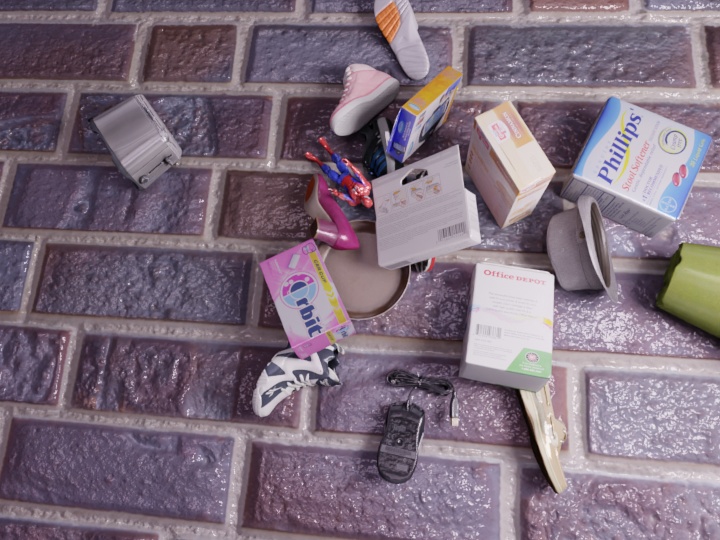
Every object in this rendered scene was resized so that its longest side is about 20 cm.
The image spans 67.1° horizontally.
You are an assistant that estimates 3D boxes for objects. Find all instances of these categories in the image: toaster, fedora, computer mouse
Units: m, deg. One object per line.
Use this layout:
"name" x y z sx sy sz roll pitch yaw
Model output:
"toaster" -0.476 -0.281 1.157 0.129 0.114 0.201 -36 73 -8
"fedora" 0.399 -0.034 0.992 0.090 0.176 0.203 -13 81 33
"computer mouse" 0.108 0.286 0.986 0.139 0.046 0.202 4 65 11

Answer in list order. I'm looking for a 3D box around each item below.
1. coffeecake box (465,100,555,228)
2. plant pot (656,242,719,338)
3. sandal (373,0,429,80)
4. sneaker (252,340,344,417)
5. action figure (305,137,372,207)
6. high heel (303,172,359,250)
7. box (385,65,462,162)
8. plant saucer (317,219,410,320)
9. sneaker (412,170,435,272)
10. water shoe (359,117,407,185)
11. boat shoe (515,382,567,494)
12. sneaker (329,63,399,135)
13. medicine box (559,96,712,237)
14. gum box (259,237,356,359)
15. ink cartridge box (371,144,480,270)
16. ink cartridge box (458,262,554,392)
"coffeecake box" 0.268 -0.188 1.006 0.072 0.200 0.155 -26 75 -1
"plant pot" 0.628 0.038 0.934 0.188 0.200 0.202 21 78 24
"sandal" 0.092 -0.512 1.187 0.078 0.059 0.209 -21 95 17
"sneaker" -0.103 0.203 1.008 0.129 0.080 0.200 27 70 20
"action figure" -0.048 -0.196 1.071 0.065 0.099 0.200 -46 62 8
"high heel" -0.059 -0.117 1.090 0.095 0.068 0.202 18 44 -26
"box" 0.121 -0.298 1.056 0.041 0.120 0.200 33 57 12
"plant saucer" 0.000 0.000 1.075 0.198 0.032 0.203 -1 75 5
"sneaker" 0.146 -0.094 1.064 0.084 0.077 0.203 7 89 -32
"water shoe" 0.045 -0.213 1.115 0.078 0.071 0.202 -15 69 25
"boat shoe" 0.329 0.281 0.950 0.064 0.072 0.202 -15 69 3
"sneaker" -0.017 -0.361 1.131 0.104 0.076 0.200 38 61 16
"medicine box" 0.516 -0.196 1.032 0.198 0.103 0.183 27 80 11
"gum box" -0.101 0.046 1.005 0.113 0.066 0.201 -25 62 -3
"ink cartridge box" 0.115 -0.111 1.001 0.199 0.045 0.178 -17 69 36
"ink cartridge box" 0.261 0.098 0.969 0.144 0.088 0.202 9 62 7
